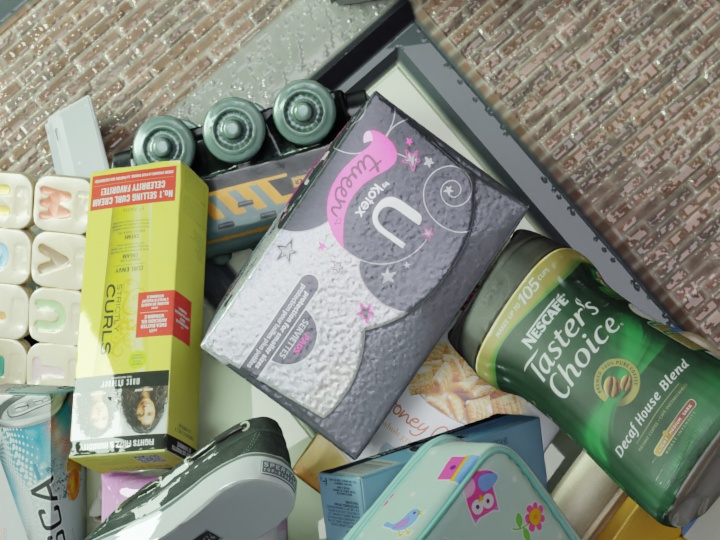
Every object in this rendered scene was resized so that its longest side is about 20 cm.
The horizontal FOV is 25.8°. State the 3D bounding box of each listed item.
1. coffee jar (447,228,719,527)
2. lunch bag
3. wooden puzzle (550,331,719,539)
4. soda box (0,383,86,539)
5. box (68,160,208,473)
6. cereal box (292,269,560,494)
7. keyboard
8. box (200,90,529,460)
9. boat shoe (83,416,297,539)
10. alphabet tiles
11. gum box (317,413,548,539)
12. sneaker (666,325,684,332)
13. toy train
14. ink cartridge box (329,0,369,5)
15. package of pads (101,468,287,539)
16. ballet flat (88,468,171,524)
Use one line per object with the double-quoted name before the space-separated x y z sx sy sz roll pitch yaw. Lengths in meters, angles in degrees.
"coffee jar" 0.152 0.063 0.991 0.199 0.085 0.105 38 99 31
"lunch bag" 0.076 0.209 0.959 0.161 0.077 0.201 -49 119 -29
"wooden puzzle" 0.234 0.166 1.052 0.199 0.037 0.186 35 96 -19
"soda box" -0.234 0.183 1.108 0.067 0.064 0.203 1 92 14
"box" -0.146 0.031 1.050 0.074 0.050 0.203 -5 68 18
"cereal box" 0.064 0.102 1.121 0.143 0.040 0.201 34 88 8
"keyboard" -0.191 -0.023 1.152 0.056 0.011 0.203 -18 85 38
"box" 0.000 0.000 1.045 0.132 0.115 0.201 35 90 -4
"boat shoe" -0.118 0.159 0.985 0.199 0.069 0.057 -32 39 23
"alphabet tiles" -0.238 0.031 1.142 0.193 0.015 0.203 6 96 17
"gum box" 0.060 0.211 1.027 0.044 0.169 0.203 -1 98 48
"sneaker" 0.195 0.138 1.088 0.065 0.078 0.203 10 86 3
"toy train" -0.078 -0.067 1.136 0.197 0.085 0.115 -14 92 3
"ink cartridge box" 0.064 -0.259 1.111 0.197 0.145 0.085 -8 82 4
"package of pads" -0.107 0.228 1.042 0.119 0.075 0.203 -5 83 25
"ballet flat" -0.168 0.197 1.121 0.071 0.072 0.203 1 81 5
